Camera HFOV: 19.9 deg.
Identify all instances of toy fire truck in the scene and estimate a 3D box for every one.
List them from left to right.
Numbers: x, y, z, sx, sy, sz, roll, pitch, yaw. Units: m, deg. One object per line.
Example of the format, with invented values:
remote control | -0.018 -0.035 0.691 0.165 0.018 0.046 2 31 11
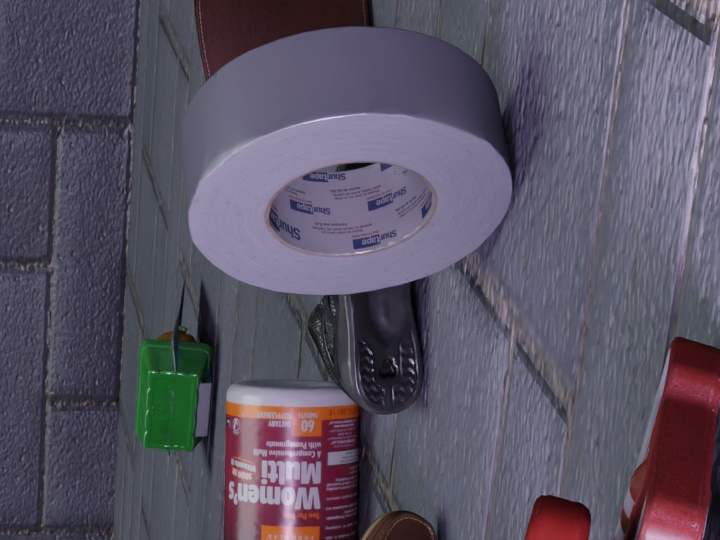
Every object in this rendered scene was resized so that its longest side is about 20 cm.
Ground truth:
toy fire truck | 0.124 0.150 0.910 0.168 0.112 0.200 -63 -15 -58

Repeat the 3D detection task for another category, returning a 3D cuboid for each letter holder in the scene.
letter holder | -0.071 -0.200 1.681 0.101 0.142 0.200 118 150 -64

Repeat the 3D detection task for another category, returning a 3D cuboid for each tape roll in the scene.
tape roll | -0.009 -0.063 1.259 0.200 0.200 0.066 110 156 -56

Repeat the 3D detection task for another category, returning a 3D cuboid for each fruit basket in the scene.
fruit basket | -0.221 0.131 2.524 0.200 0.094 0.186 -78 -5 -68

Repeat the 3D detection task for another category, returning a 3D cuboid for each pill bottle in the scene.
pill bottle | -0.056 0.191 1.664 0.110 0.109 0.200 -175 86 -77

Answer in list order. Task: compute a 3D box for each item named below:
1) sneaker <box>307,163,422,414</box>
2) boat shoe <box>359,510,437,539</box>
sneaker | 0.000 0.000 1.499 0.114 0.076 0.200 -173 79 -71
boat shoe | 0.020 0.253 1.367 0.068 0.072 0.200 -40 32 61
